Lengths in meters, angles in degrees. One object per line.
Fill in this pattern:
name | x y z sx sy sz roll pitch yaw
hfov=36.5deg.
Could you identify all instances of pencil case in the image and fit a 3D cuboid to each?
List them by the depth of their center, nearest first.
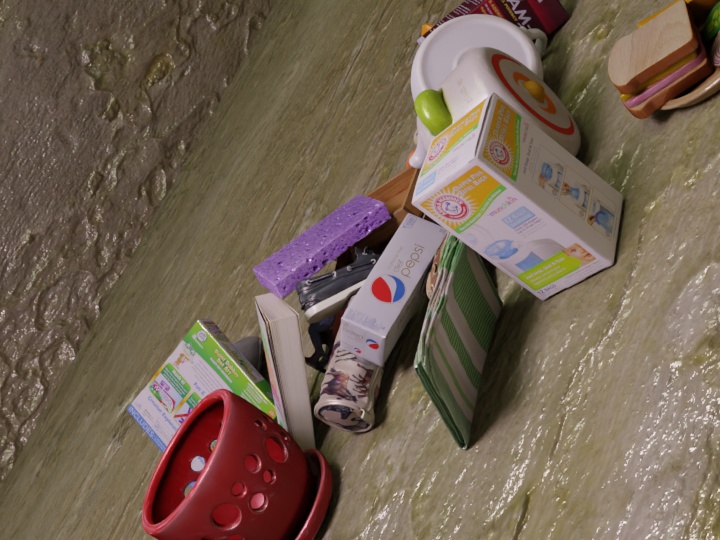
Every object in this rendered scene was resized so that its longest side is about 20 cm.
pencil case | 0.001 0.119 1.429 0.089 0.078 0.201 -21 38 38

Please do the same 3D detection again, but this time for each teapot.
teapot | 0.167 -0.255 1.546 0.146 0.199 0.199 74 -162 -69

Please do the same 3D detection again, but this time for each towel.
towel | 0.111 0.068 1.187 0.023 0.153 0.201 -5 47 27

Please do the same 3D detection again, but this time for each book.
book | -0.105 0.143 1.513 0.048 0.201 0.134 -12 15 -12

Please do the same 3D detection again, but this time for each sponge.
sponge | -0.056 -0.038 1.570 0.200 0.030 0.111 -36 20 -12

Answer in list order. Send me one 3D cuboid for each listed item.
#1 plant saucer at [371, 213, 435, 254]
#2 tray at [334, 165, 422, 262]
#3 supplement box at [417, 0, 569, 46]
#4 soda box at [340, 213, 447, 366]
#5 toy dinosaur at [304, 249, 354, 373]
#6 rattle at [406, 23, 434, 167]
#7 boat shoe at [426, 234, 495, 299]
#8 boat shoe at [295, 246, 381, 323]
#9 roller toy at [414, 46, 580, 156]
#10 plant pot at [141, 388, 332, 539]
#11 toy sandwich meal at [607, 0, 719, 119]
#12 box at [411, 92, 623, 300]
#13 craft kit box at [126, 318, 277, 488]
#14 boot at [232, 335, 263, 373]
plant saucer | 0.059 -0.062 1.643 0.200 0.037 0.201 -47 21 25
tray | 0.031 -0.085 1.639 0.200 0.037 0.099 -31 32 50
supplement box | 0.197 -0.358 1.620 0.200 0.109 0.061 -39 26 4
soda box | 0.046 0.022 1.415 0.200 0.063 0.068 -56 -18 -34
toy dinosaur | -0.030 0.060 1.595 0.199 0.105 0.182 21 81 35
rattle | 0.102 -0.257 1.711 0.200 0.143 0.130 -47 41 3
boat shoe | 0.120 0.015 1.348 0.074 0.075 0.200 -48 13 34
boat shoe | 0.000 0.001 1.515 0.199 0.066 0.075 -28 -16 -9
roller toy | 0.176 -0.179 1.350 0.140 0.183 0.200 -46 -8 28
plant pot | -0.151 0.279 1.376 0.200 0.182 0.201 -45 23 24
toy sandwich meal | 0.364 -0.262 1.211 0.205 0.070 0.206 -46 22 25
box | 0.170 -0.077 1.174 0.112 0.200 0.102 -33 30 46
craft kit box | -0.236 0.213 1.677 0.198 0.200 0.048 -50 -18 19
boot | -0.227 0.203 1.812 0.181 0.073 0.200 -34 29 1
